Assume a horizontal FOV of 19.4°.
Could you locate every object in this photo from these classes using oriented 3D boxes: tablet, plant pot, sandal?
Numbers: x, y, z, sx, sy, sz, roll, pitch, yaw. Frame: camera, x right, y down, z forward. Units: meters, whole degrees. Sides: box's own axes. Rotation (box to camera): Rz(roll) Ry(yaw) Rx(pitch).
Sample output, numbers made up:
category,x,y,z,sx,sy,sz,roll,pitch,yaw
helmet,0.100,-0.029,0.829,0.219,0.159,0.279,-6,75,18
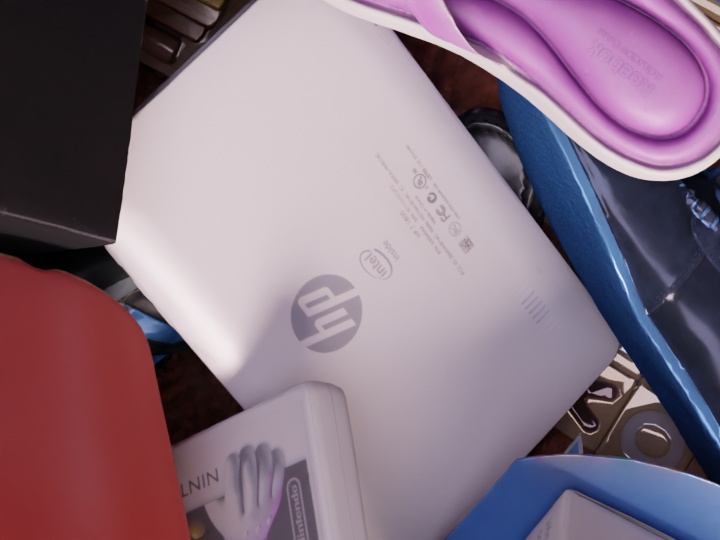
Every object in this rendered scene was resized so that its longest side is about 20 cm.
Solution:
category,x,y,z,sx,sy,sz,roll,pitch,yaw
tablet,0.000,0.000,0.755,0.130,0.014,0.200,-45,112,-14
plant pot,-0.137,0.103,0.675,0.199,0.201,0.178,-10,58,12
sandal,0.046,-0.103,0.688,0.202,0.050,0.083,30,91,-7

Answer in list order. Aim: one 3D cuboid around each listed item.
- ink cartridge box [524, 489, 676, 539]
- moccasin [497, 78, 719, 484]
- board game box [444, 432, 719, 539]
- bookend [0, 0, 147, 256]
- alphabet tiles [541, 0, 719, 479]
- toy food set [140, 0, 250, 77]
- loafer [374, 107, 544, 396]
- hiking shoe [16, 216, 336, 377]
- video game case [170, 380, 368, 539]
category,x,y,z,sx,sy,sz,roll,pitch,yaw
ink cartridge box,0.051,0.200,0.730,0.084,0.146,0.200,26,126,-10
moccasin,0.120,-0.002,0.766,0.068,0.080,0.201,-31,96,-6
board game box,0.091,0.136,0.795,0.157,0.039,0.200,29,126,-11
bookend,-0.101,-0.096,0.658,0.198,0.092,0.201,-4,76,46
alphabet tiles,0.155,-0.005,0.805,0.167,0.008,0.201,32,99,7
toy food set,-0.094,-0.166,0.797,0.199,0.060,0.144,29,92,-1
loafer,0.011,0.031,0.804,0.068,0.070,0.201,30,98,7
hiking shoe,-0.083,0.002,0.794,0.199,0.087,0.075,-18,55,-6
video game case,-0.061,0.161,0.723,0.181,0.023,0.201,-27,62,36
